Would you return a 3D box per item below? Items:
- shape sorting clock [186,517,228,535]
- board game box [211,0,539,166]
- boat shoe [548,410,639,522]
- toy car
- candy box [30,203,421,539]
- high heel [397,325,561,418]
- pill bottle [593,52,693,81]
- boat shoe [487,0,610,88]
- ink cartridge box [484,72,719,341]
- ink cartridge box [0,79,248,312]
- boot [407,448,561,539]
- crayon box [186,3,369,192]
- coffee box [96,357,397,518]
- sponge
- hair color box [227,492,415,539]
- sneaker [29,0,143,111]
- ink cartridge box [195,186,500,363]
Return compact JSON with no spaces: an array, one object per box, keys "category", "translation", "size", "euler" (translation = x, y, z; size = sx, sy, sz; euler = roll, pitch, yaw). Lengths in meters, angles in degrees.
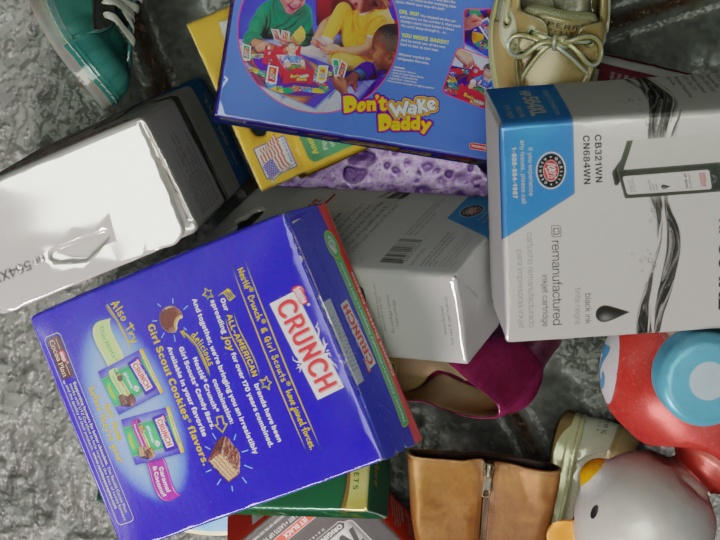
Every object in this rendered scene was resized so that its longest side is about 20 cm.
[{"category":"shape sorting clock","translation":[-0.111,0.092,1.781],"size":[0.199,0.039,0.201],"euler":[4,103,16]},{"category":"board game box","translation":[0.012,-0.149,1.652],"size":[0.199,0.045,0.135],"euler":[9,87,-6]},{"category":"boat shoe","translation":[0.157,0.201,1.761],"size":[0.066,0.074,0.201],"euler":[8,102,11]},{"category":"toy car","translation":[0.192,0.135,1.666],"size":[0.177,0.184,0.200],"euler":[44,93,-10]},{"category":"candy box","translation":[-0.086,0.068,1.620],"size":[0.199,0.077,0.170],"euler":[-21,92,25]},{"category":"high heel","translation":[0.035,0.071,1.716],"size":[0.199,0.096,0.068],"euler":[-12,113,35]},{"category":"pill bottle","translation":[0.208,-0.075,1.684],"size":[0.199,0.114,0.115],"euler":[14,102,5]},{"category":"boat shoe","translation":[0.127,-0.183,1.611],"size":[0.073,0.063,0.201],"euler":[11,84,-6]},{"category":"ink cartridge box","translation":[0.182,-0.041,1.578],"size":[0.199,0.084,0.147],"euler":[-4,108,-3]},{"category":"ink cartridge box","translation":[-0.170,-0.053,1.686],"size":[0.146,0.200,0.085],"euler":[-23,97,11]},{"category":"boot","translation":[0.038,0.220,1.703],"size":[0.187,0.069,0.201],"euler":[2,107,2]},{"category":"crayon box","translation":[-0.003,-0.147,1.699],"size":[0.199,0.052,0.126],"euler":[-24,91,-7]},{"category":"coffee box","translation":[-0.076,0.104,1.706],"size":[0.199,0.044,0.123],"euler":[1,78,20]},{"category":"sponge","translation":[0.045,-0.036,1.755],"size":[0.200,0.030,0.112],"euler":[44,103,-1]},{"category":"hair color box","translation":[0.008,0.221,1.769],"size":[0.101,0.061,0.200],"euler":[-40,108,12]},{"category":"sneaker","translation":[-0.176,-0.193,1.687],"size":[0.080,0.200,0.071],"euler":[-28,139,8]},{"category":"ink cartridge box","translation":[0.000,0.000,1.683],"size":[0.199,0.116,0.067],"euler":[4,119,27]}]
